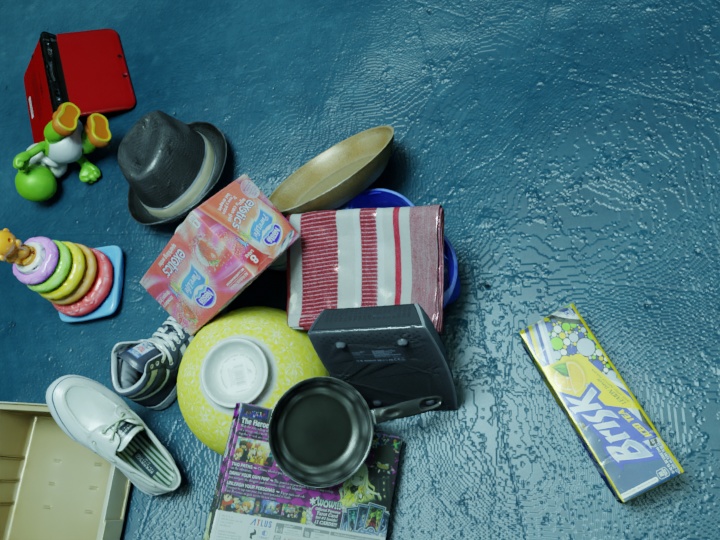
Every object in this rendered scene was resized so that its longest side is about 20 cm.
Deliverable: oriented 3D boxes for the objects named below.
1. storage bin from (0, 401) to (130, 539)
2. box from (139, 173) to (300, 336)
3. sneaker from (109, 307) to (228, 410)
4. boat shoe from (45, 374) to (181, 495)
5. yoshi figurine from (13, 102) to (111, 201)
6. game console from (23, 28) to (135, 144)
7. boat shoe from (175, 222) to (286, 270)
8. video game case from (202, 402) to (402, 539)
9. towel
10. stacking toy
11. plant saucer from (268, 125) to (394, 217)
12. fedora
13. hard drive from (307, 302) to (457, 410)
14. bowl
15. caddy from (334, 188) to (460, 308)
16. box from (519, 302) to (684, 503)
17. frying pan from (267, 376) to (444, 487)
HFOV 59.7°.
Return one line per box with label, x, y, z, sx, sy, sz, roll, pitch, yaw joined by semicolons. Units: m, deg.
storage bin;-0.411;0.284;0.827;0.198;0.094;0.201;-1;70;18
box;-0.177;-0.012;0.771;0.103;0.200;0.095;48;47;-6
sneaker;-0.255;0.088;0.837;0.070;0.109;0.200;23;79;23
boat shoe;-0.295;0.200;0.776;0.067;0.200;0.074;-20;29;46
yoshi figurine;-0.490;-0.174;1.007;0.200;0.112;0.113;-27;104;34
game console;-0.506;-0.319;1.119;0.172;0.119;0.200;-42;58;35
boat shoe;-0.184;-0.049;0.879;0.199;0.067;0.074;6;73;20
video game case;-0.062;0.255;0.690;0.200;0.036;0.182;16;73;-19
towel;0.000;0.000;0.726;0.199;0.023;0.145;0;89;25
stacking toy;-0.439;-0.006;0.881;0.109;0.200;0.116;-9;69;15
plant saucer;-0.035;-0.123;0.834;0.200;0.035;0.200;-28;23;13
fedora;-0.294;-0.168;0.930;0.200;0.092;0.201;-13;55;19
hard drive;0.033;0.101;0.693;0.135;0.200;0.042;-5;54;16
bowl;-0.139;0.131;0.764;0.200;0.108;0.201;-1;74;5
caddy;0.034;-0.011;0.779;0.141;0.105;0.200;-43;64;1
box;0.252;0.141;0.676;0.070;0.064;0.200;-30;64;6
frying pan;-0.013;0.153;0.686;0.190;0.031;0.115;-34;90;-19
